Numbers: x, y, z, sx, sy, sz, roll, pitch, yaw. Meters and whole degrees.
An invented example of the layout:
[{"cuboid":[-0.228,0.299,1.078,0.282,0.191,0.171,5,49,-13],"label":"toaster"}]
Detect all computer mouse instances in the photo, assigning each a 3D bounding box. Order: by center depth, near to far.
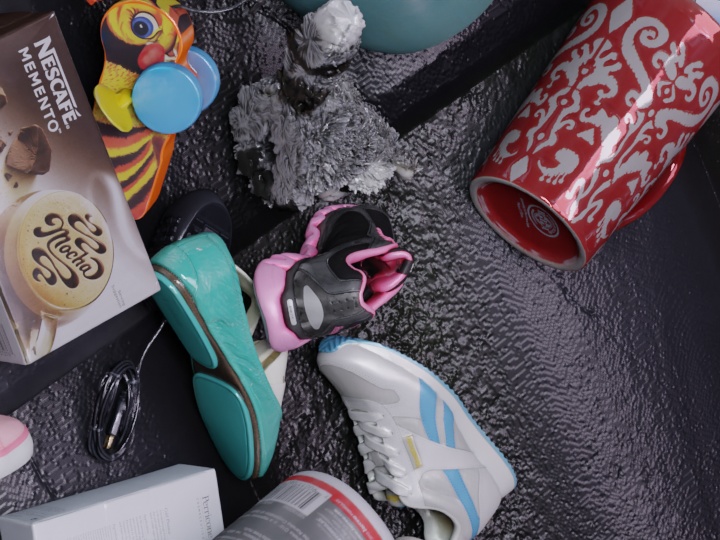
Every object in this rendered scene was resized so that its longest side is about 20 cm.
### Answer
[{"cuboid":[-0.144,0.035,1.761,0.059,0.034,0.201,37,74,-51],"label":"computer mouse"}]

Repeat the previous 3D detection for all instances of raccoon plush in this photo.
[{"cuboid":[0.002,-0.111,1.779,0.134,0.200,0.097,-14,72,-36],"label":"raccoon plush"}]

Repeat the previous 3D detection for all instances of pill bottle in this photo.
[{"cuboid":[-0.075,0.232,1.702,0.200,0.114,0.114,-37,113,-33],"label":"pill bottle"}]

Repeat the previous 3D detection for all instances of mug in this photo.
[{"cuboid":[0.194,-0.094,1.954,0.178,0.133,0.200,48,67,-26],"label":"mug"}]

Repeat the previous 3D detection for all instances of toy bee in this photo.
[{"cuboid":[-0.143,-0.142,1.706,0.108,0.131,0.200,31,89,0],"label":"toy bee"}]

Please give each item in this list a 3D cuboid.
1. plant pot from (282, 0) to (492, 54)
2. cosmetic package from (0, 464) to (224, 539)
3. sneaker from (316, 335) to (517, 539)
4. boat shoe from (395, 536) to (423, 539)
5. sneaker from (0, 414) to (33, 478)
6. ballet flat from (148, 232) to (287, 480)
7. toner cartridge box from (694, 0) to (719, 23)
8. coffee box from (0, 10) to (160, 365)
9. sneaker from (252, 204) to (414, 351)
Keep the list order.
[{"cuboid":[0.014,-0.246,1.773,0.201,0.200,0.161,-58,132,-21],"label":"plant pot"},{"cuboid":[-0.156,0.246,1.740,0.150,0.052,0.201,-13,99,-36],"label":"cosmetic package"},{"cuboid":[0.033,0.124,1.868,0.200,0.076,0.081,47,67,-26],"label":"sneaker"},{"cuboid":[0.074,0.284,1.906,0.200,0.067,0.057,58,44,-26],"label":"boat shoe"},{"cuboid":[-0.298,0.090,1.610,0.200,0.075,0.105,-9,102,-33],"label":"sneaker"},{"cuboid":[-0.085,0.055,1.756,0.070,0.067,0.200,-38,130,-24],"label":"ballet flat"},{"cuboid":[0.330,-0.195,2.107,0.199,0.043,0.095,2,89,-37],"label":"toner cartridge box"},{"cuboid":[-0.225,-0.055,1.660,0.113,0.080,0.201,-29,109,-32],"label":"coffee box"},{"cuboid":[0.000,0.000,1.791,0.200,0.095,0.079,-48,122,-63],"label":"sneaker"}]
